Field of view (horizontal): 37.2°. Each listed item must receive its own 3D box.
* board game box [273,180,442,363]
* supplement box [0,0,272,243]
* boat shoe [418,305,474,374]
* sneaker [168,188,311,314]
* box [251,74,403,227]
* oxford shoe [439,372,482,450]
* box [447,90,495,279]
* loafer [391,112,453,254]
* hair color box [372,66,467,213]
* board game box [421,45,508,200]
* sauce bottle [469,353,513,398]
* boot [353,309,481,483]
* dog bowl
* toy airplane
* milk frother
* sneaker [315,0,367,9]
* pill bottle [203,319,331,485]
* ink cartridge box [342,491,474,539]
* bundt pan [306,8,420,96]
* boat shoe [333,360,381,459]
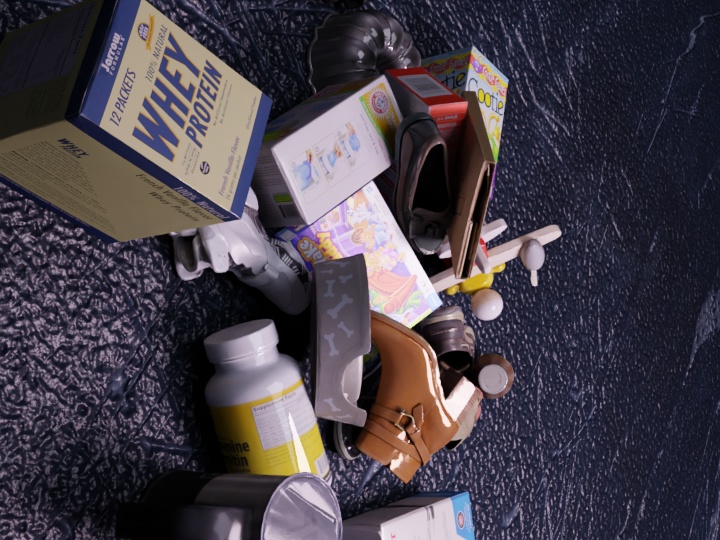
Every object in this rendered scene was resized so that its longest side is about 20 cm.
[{"bbox_3d":[0.000,0.000,1.349,0.134,0.045,0.200,-37,117,-10],"label":"board game box"},{"bbox_3d":[-0.232,-0.136,1.015,0.200,0.199,0.135,34,59,-43],"label":"supplement box"},{"bbox_3d":[0.120,0.110,1.467,0.200,0.074,0.074,51,28,-66],"label":"boat shoe"},{"bbox_3d":[-0.140,-0.009,1.210,0.200,0.075,0.115,58,46,-21],"label":"sneaker"},{"bbox_3d":[-0.049,-0.144,1.286,0.200,0.112,0.102,-38,114,-34],"label":"box"},{"bbox_3d":[0.125,0.195,1.460,0.075,0.070,0.200,-66,157,-18],"label":"oxford shoe"},{"bbox_3d":[0.131,-0.110,1.331,0.200,0.021,0.164,-92,-171,-57],"label":"box"},{"bbox_3d":[0.079,-0.093,1.304,0.072,0.063,0.200,-21,131,-15],"label":"loafer"},{"bbox_3d":[0.068,-0.147,1.379,0.064,0.111,0.200,-10,128,-29],"label":"hair color box"},{"bbox_3d":[0.136,-0.206,1.554,0.105,0.103,0.201,31,61,-44],"label":"board game box"},{"bbox_3d":[0.187,0.150,1.516,0.200,0.064,0.065,31,54,-85],"label":"sauce bottle"},{"bbox_3d":[0.037,0.155,1.332,0.200,0.077,0.155,43,83,-21],"label":"boot"},{"bbox_3d":[-0.026,0.080,1.233,0.200,0.058,0.201,-179,-90,-85],"label":"dog bowl"},{"bbox_3d":[0.159,0.001,1.474,0.199,0.200,0.142,-23,89,-49],"label":"toy airplane"},{"bbox_3d":[-0.140,0.306,1.065,0.180,0.188,0.201,-7,90,-50],"label":"milk frother"},{"bbox_3d":[-0.047,-0.395,1.383,0.200,0.074,0.088,12,69,-54],"label":"sneaker"},{"bbox_3d":[-0.108,0.161,1.188,0.112,0.112,0.201,-26,104,-50],"label":"pill bottle"},{"bbox_3d":[0.063,0.377,1.384,0.200,0.084,0.147,-3,86,-50],"label":"ink cartridge box"},{"bbox_3d":[0.020,-0.259,1.445,0.202,0.076,0.203,11,76,-50],"label":"bundt pan"},{"bbox_3d":[0.030,0.170,1.397,0.200,0.062,0.075,-45,120,-43],"label":"boat shoe"}]
